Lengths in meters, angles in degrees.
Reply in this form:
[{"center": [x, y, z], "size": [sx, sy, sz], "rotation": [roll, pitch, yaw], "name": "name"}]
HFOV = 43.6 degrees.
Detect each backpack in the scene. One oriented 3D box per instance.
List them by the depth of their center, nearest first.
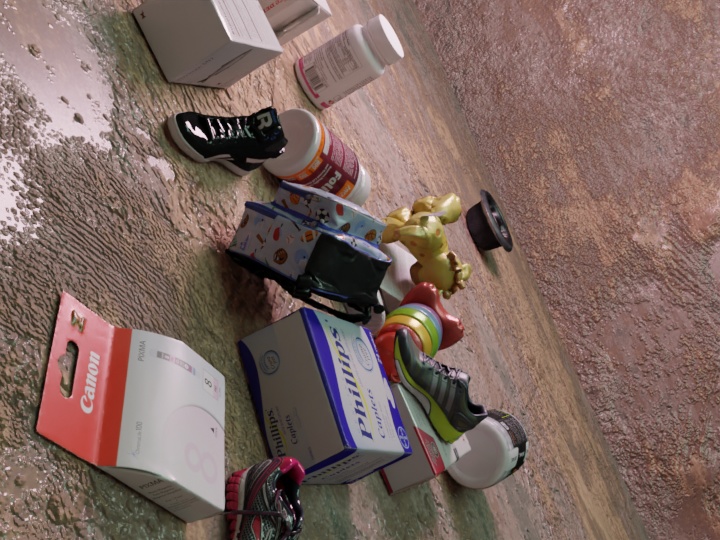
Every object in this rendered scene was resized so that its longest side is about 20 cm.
[{"center": [-0.071, -0.033, 1.174], "size": [0.200, 0.189, 0.155], "rotation": [29, 78, -58], "name": "backpack"}]

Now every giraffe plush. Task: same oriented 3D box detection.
[{"center": [0.130, -0.033, 1.633], "size": [0.163, 0.171, 0.200], "rotation": [68, -11, -15], "name": "giraffe plush"}]

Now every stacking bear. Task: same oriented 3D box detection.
[{"center": [0.075, 0.119, 1.502], "size": [0.122, 0.113, 0.200], "rotation": [53, 30, 1], "name": "stacking bear"}]

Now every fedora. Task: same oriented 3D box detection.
[{"center": [0.366, -0.131, 2.625], "size": [0.201, 0.091, 0.201], "rotation": [52, 22, -30], "name": "fedora"}]

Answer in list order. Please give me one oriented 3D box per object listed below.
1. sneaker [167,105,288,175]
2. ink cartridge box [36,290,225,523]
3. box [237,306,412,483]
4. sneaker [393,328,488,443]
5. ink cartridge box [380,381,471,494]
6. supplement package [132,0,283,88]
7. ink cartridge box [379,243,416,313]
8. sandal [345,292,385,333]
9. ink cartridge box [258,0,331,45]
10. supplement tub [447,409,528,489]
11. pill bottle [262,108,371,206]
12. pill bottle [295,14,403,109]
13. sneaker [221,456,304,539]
[{"center": [-0.172, -0.199, 1.249], "size": [0.200, 0.111, 0.074], "rotation": [13, 52, -66], "name": "sneaker"}, {"center": [-0.203, 0.124, 0.847], "size": [0.200, 0.057, 0.163], "rotation": [53, 21, -42], "name": "ink cartridge box"}, {"center": [-0.040, 0.163, 1.137], "size": [0.200, 0.104, 0.185], "rotation": [24, 43, -61], "name": "box"}, {"center": [0.116, 0.160, 1.335], "size": [0.201, 0.081, 0.074], "rotation": [54, 20, -19], "name": "sneaker"}, {"center": [0.084, 0.244, 1.393], "size": [0.146, 0.084, 0.200], "rotation": [66, 20, 9], "name": "ink cartridge box"}, {"center": [-0.217, -0.348, 1.318], "size": [0.118, 0.116, 0.200], "rotation": [63, 19, 0], "name": "supplement package"}, {"center": [0.046, 0.005, 1.677], "size": [0.199, 0.057, 0.163], "rotation": [29, 34, -25], "name": "ink cartridge box"}, {"center": [-0.007, 0.003, 1.494], "size": [0.059, 0.079, 0.209], "rotation": [-8, 81, -72], "name": "sandal"}, {"center": [-0.155, -0.534, 1.711], "size": [0.202, 0.128, 0.125], "rotation": [68, 19, 10], "name": "ink cartridge box"}, {"center": [0.229, 0.314, 1.606], "size": [0.200, 0.122, 0.123], "rotation": [8, 57, -67], "name": "supplement tub"}, {"center": [-0.069, -0.172, 1.487], "size": [0.200, 0.114, 0.115], "rotation": [34, 34, -55], "name": "pill bottle"}, {"center": [-0.021, -0.419, 1.804], "size": [0.114, 0.199, 0.114], "rotation": [52, 22, -31], "name": "pill bottle"}, {"center": [-0.093, 0.275, 0.896], "size": [0.081, 0.074, 0.201], "rotation": [45, 26, -42], "name": "sneaker"}]
